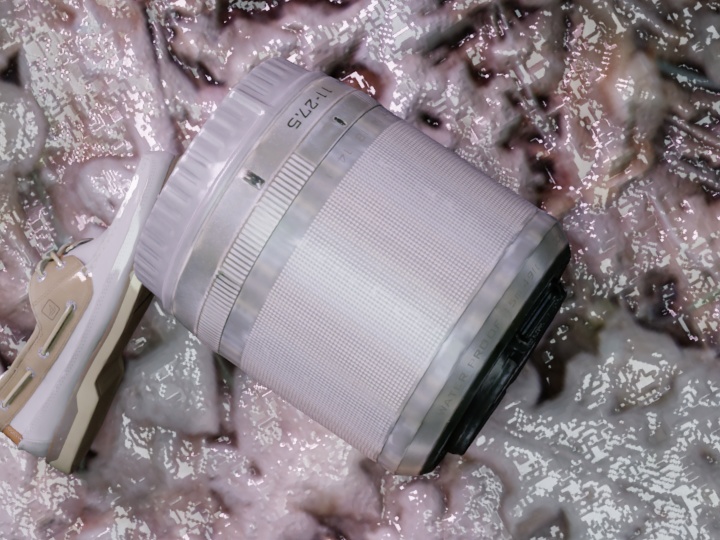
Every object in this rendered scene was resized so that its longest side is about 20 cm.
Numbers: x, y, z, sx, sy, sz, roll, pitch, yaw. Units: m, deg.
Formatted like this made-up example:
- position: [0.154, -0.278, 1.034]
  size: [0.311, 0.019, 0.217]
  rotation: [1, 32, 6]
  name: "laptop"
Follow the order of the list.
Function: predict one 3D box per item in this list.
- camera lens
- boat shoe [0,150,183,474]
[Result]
- position: [0.000, 0.000, 1.049]
  size: [0.199, 0.160, 0.161]
  rotation: [33, 102, 7]
  name: "camera lens"
- position: [-0.158, 0.017, 1.130]
  size: [0.068, 0.075, 0.201]
  rotation: [25, 101, 3]
  name: "boat shoe"
